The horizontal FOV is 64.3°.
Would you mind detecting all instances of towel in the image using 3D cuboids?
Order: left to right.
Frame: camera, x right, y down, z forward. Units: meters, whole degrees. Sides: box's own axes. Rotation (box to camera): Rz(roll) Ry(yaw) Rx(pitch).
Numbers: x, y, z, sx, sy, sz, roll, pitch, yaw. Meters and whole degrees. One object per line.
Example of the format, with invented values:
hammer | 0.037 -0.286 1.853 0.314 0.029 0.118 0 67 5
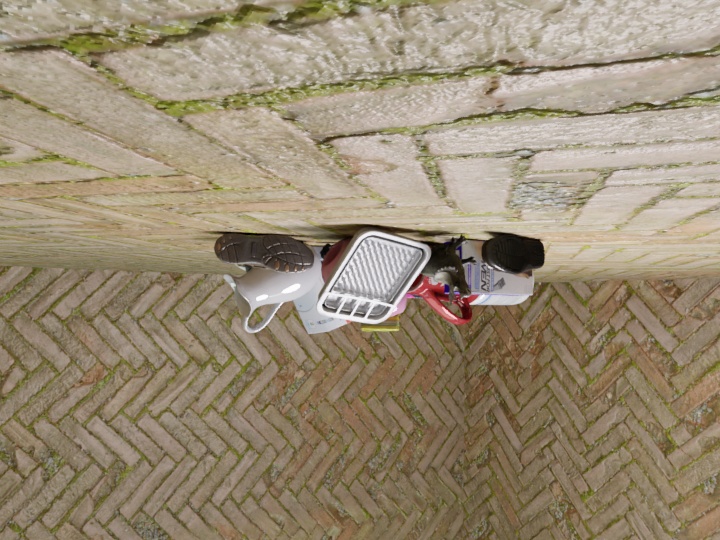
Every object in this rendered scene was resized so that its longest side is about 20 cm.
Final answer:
towel | 0.043 0.039 1.290 0.085 0.202 0.018 2 158 -4

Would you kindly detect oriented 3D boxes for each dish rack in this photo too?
dish rack | 0.019 0.007 1.054 0.171 0.201 0.044 13 -146 -34

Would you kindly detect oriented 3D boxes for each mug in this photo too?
mug | 0.182 0.017 1.273 0.199 0.134 0.178 10 -150 -44

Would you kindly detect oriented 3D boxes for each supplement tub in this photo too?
supplement tub | 0.329 0.021 1.437 0.199 0.133 0.131 5 175 -42

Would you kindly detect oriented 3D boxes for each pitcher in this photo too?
pitcher | -0.185 0.037 1.258 0.199 0.173 0.121 -29 -132 -28

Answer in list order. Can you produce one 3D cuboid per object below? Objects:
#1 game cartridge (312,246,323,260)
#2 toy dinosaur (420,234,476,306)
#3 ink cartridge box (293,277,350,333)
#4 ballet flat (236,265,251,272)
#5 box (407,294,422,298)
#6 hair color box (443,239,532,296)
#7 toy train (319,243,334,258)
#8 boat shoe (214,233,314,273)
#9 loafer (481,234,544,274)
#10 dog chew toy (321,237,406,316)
game cartridge | -0.125 -0.038 1.414 0.198 0.041 0.133 1 -179 0
toy dinosaur | 0.151 -0.017 1.086 0.102 0.077 0.200 -31 -152 -16
ink cartridge box | -0.081 0.068 1.404 0.199 0.161 0.047 -12 -164 41
ballet flat | -0.262 -0.034 1.340 0.068 0.069 0.200 11 166 -4
box | 0.082 0.013 1.547 0.198 0.116 0.132 5 177 -19
hair color box | 0.270 -0.003 1.204 0.199 0.110 0.065 2 175 -32
toy train | 0.000 0.000 1.267 0.199 0.046 0.034 33 -171 8
boat shoe | -0.192 -0.038 1.156 0.198 0.076 0.072 11 179 -12
loafer | 0.283 -0.026 1.101 0.071 0.074 0.199 -4 174 43
dog chew toy | 0.016 0.024 1.179 0.200 0.125 0.124 39 161 -22
